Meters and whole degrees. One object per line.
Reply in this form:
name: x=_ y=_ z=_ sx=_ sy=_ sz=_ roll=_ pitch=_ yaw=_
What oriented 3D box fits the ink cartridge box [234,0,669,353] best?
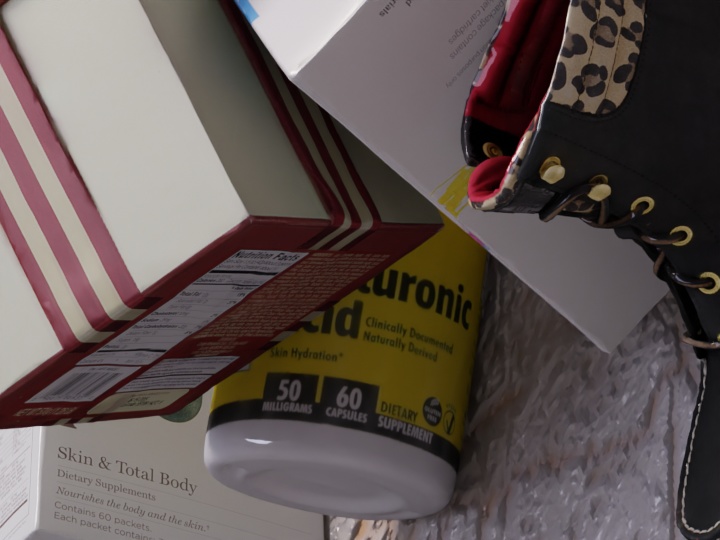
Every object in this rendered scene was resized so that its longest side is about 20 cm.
ink cartridge box: x=0.067 y=-0.078 z=1.043 sx=0.125 sy=0.200 sz=0.129 roll=-47 pitch=29 yaw=7

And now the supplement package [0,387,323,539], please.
supplement package: x=-0.118 y=0.091 z=1.361 sx=0.151 sy=0.151 sz=0.201 roll=-46 pitch=35 yaw=44

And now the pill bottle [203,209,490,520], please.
pill bottle: x=0.000 y=0.000 z=1.218 sx=0.111 sy=0.111 sz=0.201 roll=-24 pitch=54 yaw=59

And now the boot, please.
boot: x=0.105 y=-0.010 z=0.952 sx=0.073 sy=0.150 sz=0.201 roll=17 pitch=90 yaw=66

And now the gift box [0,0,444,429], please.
gift box: x=-0.113 y=-0.050 z=1.103 sx=0.200 sy=0.184 sz=0.187 roll=-32 pitch=75 yaw=20
